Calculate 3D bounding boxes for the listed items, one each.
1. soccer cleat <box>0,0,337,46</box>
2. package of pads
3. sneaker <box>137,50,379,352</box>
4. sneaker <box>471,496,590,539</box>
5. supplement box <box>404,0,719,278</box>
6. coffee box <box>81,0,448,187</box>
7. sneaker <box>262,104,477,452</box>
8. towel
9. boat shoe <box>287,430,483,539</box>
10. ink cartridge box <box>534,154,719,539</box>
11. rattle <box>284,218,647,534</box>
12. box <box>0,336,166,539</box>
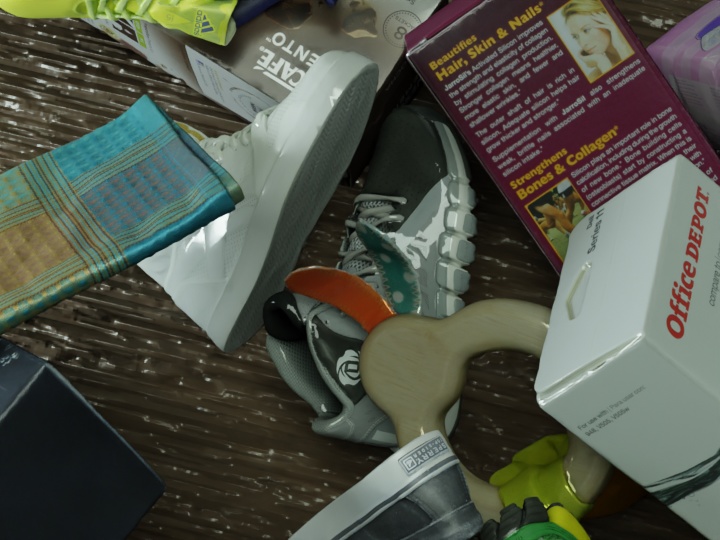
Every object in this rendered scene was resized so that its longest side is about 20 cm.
[{"bbox_3d":[-0.107,-0.162,1.627,0.199,0.065,0.084,-12,81,1],"label":"soccer cleat"},{"bbox_3d":[0.245,-0.115,1.617,0.120,0.200,0.076,-34,105,-8],"label":"package of pads"},{"bbox_3d":[-0.074,-0.062,1.627,0.115,0.074,0.200,39,122,16],"label":"sneaker"},{"bbox_3d":[0.125,0.208,1.526,0.078,0.200,0.085,-36,40,9],"label":"sneaker"},{"bbox_3d":[0.123,-0.075,1.613,0.110,0.086,0.200,-34,100,6],"label":"supplement box"},{"bbox_3d":[-0.058,-0.154,1.697,0.200,0.080,0.113,33,77,11],"label":"coffee box"},{"bbox_3d":[0.000,0.000,1.616,0.115,0.075,0.201,7,77,-34],"label":"sneaker"},{"bbox_3d":[-0.172,-0.022,1.555,0.199,0.022,0.147,-28,31,-11],"label":"towel"},{"bbox_3d":[0.012,0.148,1.542,0.072,0.200,0.068,-29,81,-31],"label":"boat shoe"},{"bbox_3d":[0.197,0.059,1.512,0.200,0.083,0.147,37,41,-19],"label":"ink cartridge box"},{"bbox_3d":[0.067,0.052,1.586,0.200,0.143,0.131,34,120,18],"label":"rattle"},{"bbox_3d":[-0.244,0.128,1.546,0.200,0.118,0.196,-50,38,-14],"label":"box"}]
